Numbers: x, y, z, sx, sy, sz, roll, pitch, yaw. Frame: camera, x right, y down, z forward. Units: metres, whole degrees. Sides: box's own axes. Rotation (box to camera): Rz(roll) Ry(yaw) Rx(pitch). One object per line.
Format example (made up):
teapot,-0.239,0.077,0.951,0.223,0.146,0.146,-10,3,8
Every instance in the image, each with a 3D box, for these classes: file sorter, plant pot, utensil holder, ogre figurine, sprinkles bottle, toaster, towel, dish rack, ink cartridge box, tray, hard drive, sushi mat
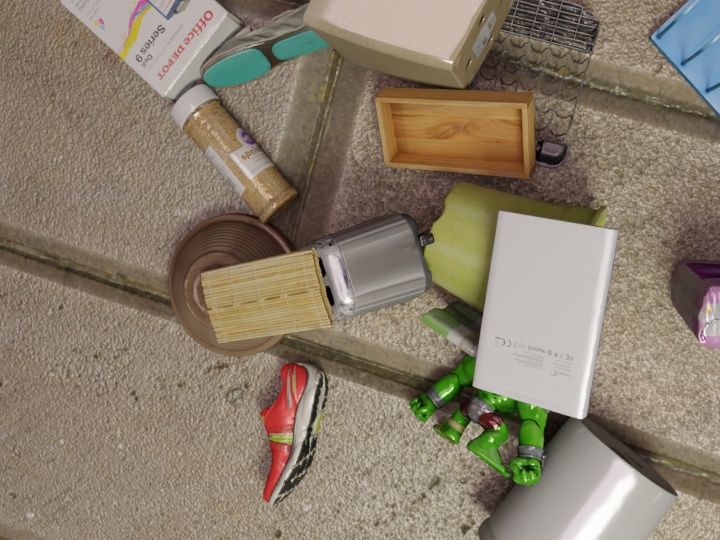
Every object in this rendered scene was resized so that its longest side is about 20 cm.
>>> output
file sorter,0.474,-0.264,0.920,0.139,0.123,0.200,-42,87,10
plant pot,0.183,-0.017,0.967,0.182,0.200,0.203,24,98,17
utensil holder,0.273,0.307,0.978,0.169,0.170,0.201,36,98,5
ogre figurine,0.168,0.182,1.004,0.098,0.199,0.121,42,78,-28
sprinkles bottle,-0.173,-0.159,1.063,0.068,0.068,0.201,-41,88,10
toaster,0.000,0.000,0.974,0.128,0.200,0.115,-18,92,-23
plant pot,-0.182,0.023,1.068,0.197,0.093,0.204,1,95,10
towel,0.181,0.100,0.967,0.199,0.149,0.031,33,102,18
dish rack,0.218,-0.248,1.000,0.151,0.055,0.203,16,95,7
ink cartridge box,-0.280,-0.349,1.056,0.200,0.087,0.146,43,99,2
tray,0.120,-0.176,0.980,0.197,0.037,0.100,9,130,27
plant pot,0.078,-0.327,0.929,0.176,0.200,0.202,30,99,13
hard drive,0.199,0.045,0.848,0.130,0.025,0.203,13,100,32
sushi mat,-0.121,0.034,0.965,0.198,0.012,0.097,-10,96,36

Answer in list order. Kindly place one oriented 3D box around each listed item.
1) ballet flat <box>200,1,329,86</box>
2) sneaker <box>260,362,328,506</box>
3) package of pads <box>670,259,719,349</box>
ballet flat,-0.127,-0.310,1.054,0.197,0.067,0.065,-18,64,10
sneaker,-0.106,0.227,1.091,0.084,0.077,0.203,17,91,19
package of pads,0.442,0.039,0.911,0.119,0.200,0.077,6,101,12
